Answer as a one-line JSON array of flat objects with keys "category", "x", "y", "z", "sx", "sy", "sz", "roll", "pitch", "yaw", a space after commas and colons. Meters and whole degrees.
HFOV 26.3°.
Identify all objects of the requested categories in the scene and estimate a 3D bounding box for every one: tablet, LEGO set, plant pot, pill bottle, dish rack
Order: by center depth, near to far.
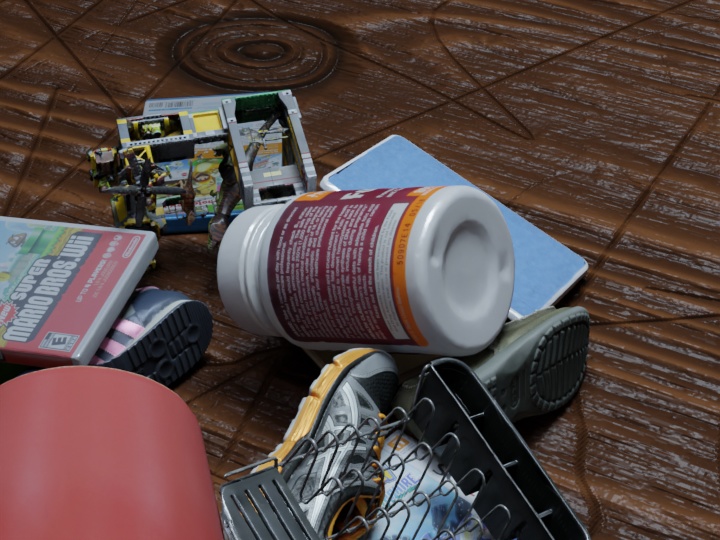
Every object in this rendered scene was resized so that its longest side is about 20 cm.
[{"category": "plant pot", "x": -0.157, "y": 0.166, "z": 0.863, "sx": 0.198, "sy": 0.202, "sz": 0.179, "roll": -5, "pitch": 51, "yaw": 0}, {"category": "dish rack", "x": 0.022, "y": 0.145, "z": 0.894, "sx": 0.198, "sy": 0.055, "sz": 0.154, "roll": -15, "pitch": 59, "yaw": -40}, {"category": "pill bottle", "x": 0.000, "y": 0.000, "z": 1.089, "sx": 0.198, "sy": 0.115, "sz": 0.114, "roll": 0, "pitch": 33, "yaw": 40}, {"category": "tablet", "x": 0.075, "y": -0.034, "z": 1.210, "sx": 0.199, "sy": 0.014, "sz": 0.130, "roll": 35, "pitch": 35, "yaw": 14}, {"category": "LEGO set", "x": -0.113, "y": -0.051, "z": 1.226, "sx": 0.197, "sy": 0.155, "sz": 0.117, "roll": -3, "pitch": 49, "yaw": -17}]

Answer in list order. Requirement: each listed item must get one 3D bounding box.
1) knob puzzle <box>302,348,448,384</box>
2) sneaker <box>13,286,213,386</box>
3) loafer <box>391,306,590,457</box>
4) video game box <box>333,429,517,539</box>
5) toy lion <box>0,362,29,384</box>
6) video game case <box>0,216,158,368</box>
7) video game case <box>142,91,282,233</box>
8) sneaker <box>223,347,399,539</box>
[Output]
[{"category": "knob puzzle", "x": 0.034, "y": 0.020, "z": 1.212, "sx": 0.216, "sy": 0.031, "sz": 0.221, "roll": -4, "pitch": 37, "yaw": 3}, {"category": "sneaker", "x": -0.207, "y": 0.074, "z": 1.149, "sx": 0.199, "sy": 0.071, "sz": 0.082, "roll": -29, "pitch": 34, "yaw": -36}, {"category": "loafer", "x": 0.095, "y": 0.068, "z": 1.088, "sx": 0.069, "sy": 0.076, "sz": 0.199, "roll": 18, "pitch": 26, "yaw": 36}, {"category": "video game box", "x": 0.024, "y": 0.204, "z": 0.963, "sx": 0.181, "sy": 0.047, "sz": 0.199, "roll": 25, "pitch": 47, "yaw": 37}, {"category": "toy lion", "x": -0.335, "y": 0.076, "z": 1.167, "sx": 0.191, "sy": 0.069, "sz": 0.199, "roll": -39, "pitch": 48, "yaw": -26}, {"category": "video game case", "x": -0.267, "y": 0.012, "z": 1.154, "sx": 0.197, "sy": 0.018, "sz": 0.144, "roll": 6, "pitch": 42, "yaw": 18}, {"category": "video game case", "x": -0.135, "y": -0.101, "z": 1.401, "sx": 0.141, "sy": 0.018, "sz": 0.201, "roll": -3, "pitch": 37, "yaw": 2}, {"category": "sneaker", "x": -0.015, "y": 0.128, "z": 0.980, "sx": 0.076, "sy": 0.079, "sz": 0.201, "roll": 20, "pitch": 45, "yaw": 14}]
